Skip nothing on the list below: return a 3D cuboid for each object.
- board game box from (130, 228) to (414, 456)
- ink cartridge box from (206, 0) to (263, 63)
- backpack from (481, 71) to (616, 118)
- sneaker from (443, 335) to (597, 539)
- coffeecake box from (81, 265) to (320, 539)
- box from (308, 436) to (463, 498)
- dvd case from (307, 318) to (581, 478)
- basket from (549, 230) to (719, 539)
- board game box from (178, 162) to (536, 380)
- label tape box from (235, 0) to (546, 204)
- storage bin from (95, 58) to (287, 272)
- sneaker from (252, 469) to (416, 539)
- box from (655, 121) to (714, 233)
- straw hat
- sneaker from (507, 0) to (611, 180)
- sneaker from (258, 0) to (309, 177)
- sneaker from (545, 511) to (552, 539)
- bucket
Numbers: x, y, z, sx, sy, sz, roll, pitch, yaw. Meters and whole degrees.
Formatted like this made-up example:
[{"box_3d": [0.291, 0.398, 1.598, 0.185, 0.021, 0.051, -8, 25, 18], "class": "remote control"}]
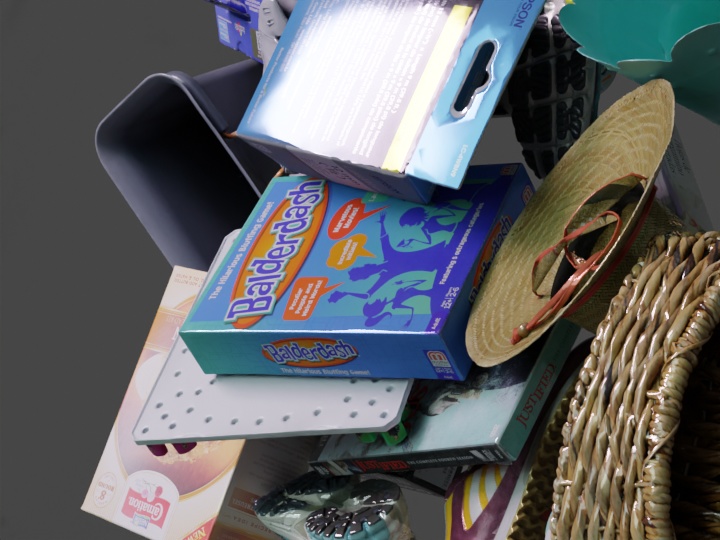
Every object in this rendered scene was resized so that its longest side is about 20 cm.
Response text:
[{"box_3d": [-0.034, 0.040, 1.100, 0.199, 0.026, 0.200, -6, 42, 29], "class": "board game box"}, {"box_3d": [-0.039, -0.224, 1.380, 0.136, 0.199, 0.077, -145, 45, -61], "class": "ink cartridge box"}, {"box_3d": [0.097, -0.209, 1.180, 0.176, 0.153, 0.201, 6, 98, 62], "class": "backpack"}, {"box_3d": [0.098, 0.124, 1.003, 0.090, 0.075, 0.201, 23, 86, 56], "class": "sneaker"}, {"box_3d": [-0.105, 0.110, 1.222, 0.153, 0.073, 0.201, 11, 77, 47], "class": "coffeecake box"}, {"box_3d": [0.021, 0.073, 1.199, 0.200, 0.046, 0.159, 0, 67, 59], "class": "box"}, {"box_3d": [0.058, 0.063, 1.040, 0.200, 0.022, 0.146, -16, 39, 56], "class": "dvd case"}, {"box_3d": [0.195, 0.083, 0.784, 0.149, 0.143, 0.201, 5, 69, 47], "class": "basket"}, {"box_3d": [0.000, 0.000, 1.063, 0.199, 0.045, 0.152, -2, 44, 33], "class": "board game box"}, {"box_3d": [0.030, -0.122, 1.058, 0.200, 0.066, 0.144, 17, 79, 41], "class": "label tape box"}, {"box_3d": [-0.091, -0.082, 1.346, 0.145, 0.200, 0.134, -36, 1, 40], "class": "storage bin"}, {"box_3d": [-0.012, 0.182, 1.084, 0.077, 0.087, 0.200, -26, 10, -12], "class": "sneaker"}, {"box_3d": [0.190, -0.025, 1.010, 0.041, 0.039, 0.200, -45, 34, 30], "class": "box"}, {"box_3d": [0.146, -0.002, 0.919, 0.201, 0.085, 0.201, -54, 10, 14], "class": "straw hat"}, {"box_3d": [0.151, -0.155, 1.073, 0.077, 0.079, 0.201, 7, 88, 56], "class": "sneaker"}, {"box_3d": [-0.031, -0.139, 1.194, 0.200, 0.075, 0.115, -125, 30, -59], "class": "sneaker"}, {"box_3d": [0.136, 0.204, 0.888, 0.200, 0.078, 0.140, -56, 34, 21], "class": "sneaker"}, {"box_3d": [0.231, -0.183, 0.974, 0.207, 0.135, 0.208, -37, 39, 38], "class": "bucket"}]
